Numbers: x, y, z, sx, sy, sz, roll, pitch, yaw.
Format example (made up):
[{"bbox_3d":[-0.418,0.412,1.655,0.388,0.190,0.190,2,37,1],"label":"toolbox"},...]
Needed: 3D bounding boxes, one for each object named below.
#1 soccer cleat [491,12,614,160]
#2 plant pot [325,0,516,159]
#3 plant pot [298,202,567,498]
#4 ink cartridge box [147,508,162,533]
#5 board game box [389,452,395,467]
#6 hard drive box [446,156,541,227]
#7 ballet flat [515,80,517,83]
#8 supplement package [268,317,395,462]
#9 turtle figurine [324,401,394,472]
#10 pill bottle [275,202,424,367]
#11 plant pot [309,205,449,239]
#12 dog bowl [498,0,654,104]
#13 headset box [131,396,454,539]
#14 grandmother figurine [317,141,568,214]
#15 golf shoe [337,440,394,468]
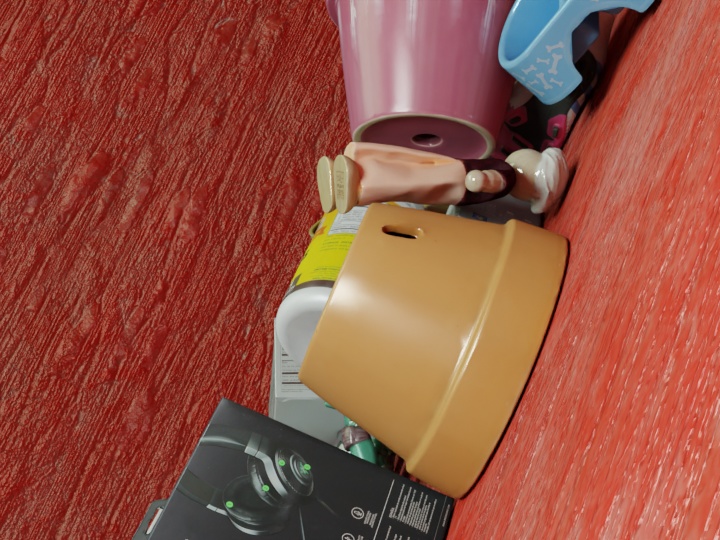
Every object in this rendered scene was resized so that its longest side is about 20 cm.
[{"bbox_3d":[0.179,-0.166,1.086,0.087,0.070,0.200,-57,0,-30],"label":"soccer cleat"},{"bbox_3d":[0.062,-0.195,1.044,0.200,0.198,0.181,110,165,-72],"label":"plant pot"},{"bbox_3d":[0.044,0.042,0.838,0.200,0.139,0.202,-157,90,-90],"label":"plant pot"},{"bbox_3d":[-0.090,0.283,0.906,0.084,0.199,0.147,-66,-2,-47],"label":"ink cartridge box"},{"bbox_3d":[0.016,0.210,1.232,0.201,0.026,0.200,-68,-16,-2],"label":"board game box"},{"bbox_3d":[0.098,0.000,1.054,0.200,0.076,0.157,-66,-2,-66],"label":"hard drive box"},{"bbox_3d":[0.157,-0.209,1.169,0.200,0.064,0.076,-39,37,39],"label":"ballet flat"},{"bbox_3d":[-0.030,0.157,1.415,0.201,0.154,0.112,99,169,-53],"label":"supplement package"},{"bbox_3d":[-0.001,0.208,1.038,0.150,0.100,0.201,82,-172,-51],"label":"turtle figurine"},{"bbox_3d":[0.000,0.000,1.104,0.201,0.108,0.110,-66,-1,-45],"label":"pill bottle"},{"bbox_3d":[0.059,-0.012,1.325,0.200,0.198,0.143,-64,-44,-71],"label":"plant pot"},{"bbox_3d":[0.174,-0.219,0.915,0.200,0.049,0.112,-50,24,45],"label":"dog bowl"},{"bbox_3d":[-0.057,0.204,0.803,0.175,0.199,0.093,-67,0,-49],"label":"headset box"},{"bbox_3d":[0.074,-0.071,0.913,0.121,0.198,0.061,-150,58,-66],"label":"grandmother figurine"},{"bbox_3d":[-0.011,0.282,1.358,0.088,0.076,0.202,-62,-14,-74],"label":"golf shoe"}]
